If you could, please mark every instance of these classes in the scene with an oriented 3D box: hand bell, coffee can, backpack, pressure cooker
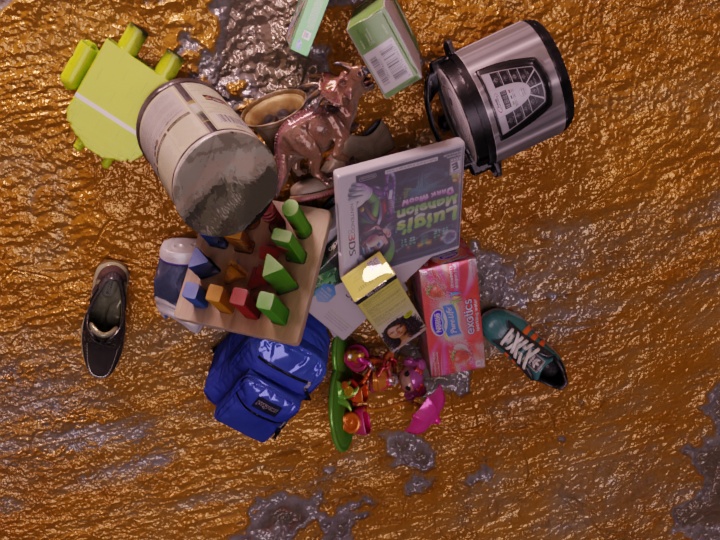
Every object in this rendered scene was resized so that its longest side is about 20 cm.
[{"bbox_3d":[-0.101,-0.161,1.175,0.102,0.105,0.203,-20,127,-1],"label":"hand bell"},{"bbox_3d":[-0.215,-0.160,1.057,0.143,0.200,0.149,-16,128,-22],"label":"coffee can"},{"bbox_3d":[-0.137,0.160,1.223,0.160,0.170,0.200,27,123,-24],"label":"backpack"},{"bbox_3d":[0.194,-0.248,1.128,0.196,0.178,0.180,-23,143,1],"label":"pressure cooker"}]

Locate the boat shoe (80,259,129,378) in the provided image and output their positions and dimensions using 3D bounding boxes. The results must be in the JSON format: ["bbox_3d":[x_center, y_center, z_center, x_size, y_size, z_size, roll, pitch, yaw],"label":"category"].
[{"bbox_3d":[-0.408,0.086,1.217,0.070,0.066,0.206,11,110,-14],"label":"boat shoe"}]

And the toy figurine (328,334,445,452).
[{"bbox_3d":[0.051,0.198,1.275,0.179,0.150,0.206,-3,89,15],"label":"toy figurine"}]

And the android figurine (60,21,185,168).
[{"bbox_3d":[-0.342,-0.245,1.109,0.180,0.041,0.202,30,102,-20],"label":"android figurine"}]

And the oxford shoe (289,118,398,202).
[{"bbox_3d":[-0.032,-0.165,1.163,0.198,0.070,0.076,-32,110,-27],"label":"oxford shoe"}]

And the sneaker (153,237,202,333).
[{"bbox_3d":[-0.230,0.031,1.223,0.195,0.081,0.150,5,117,-14],"label":"sneaker"}]

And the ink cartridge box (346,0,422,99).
[{"bbox_3d":[0.036,-0.323,1.065,0.058,0.201,0.105,-26,114,16],"label":"ink cartridge box"}]

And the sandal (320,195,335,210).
[{"bbox_3d":[-0.052,-0.053,1.233,0.074,0.048,0.204,4,124,-28],"label":"sandal"}]

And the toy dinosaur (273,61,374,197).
[{"bbox_3d":[-0.065,-0.200,1.066,0.198,0.086,0.136,-38,135,-2],"label":"toy dinosaur"}]

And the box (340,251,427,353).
[{"bbox_3d":[0.040,0.053,1.165,0.074,0.051,0.201,-34,146,1],"label":"box"}]

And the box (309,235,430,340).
[{"bbox_3d":[0.000,0.000,1.172,0.200,0.036,0.144,-44,133,5],"label":"box"}]

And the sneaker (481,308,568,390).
[{"bbox_3d":[0.294,0.139,1.348,0.198,0.080,0.072,34,103,-20],"label":"sneaker"}]

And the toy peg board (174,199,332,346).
[{"bbox_3d":[-0.162,-0.021,1.089,0.194,0.098,0.205,10,73,14],"label":"toy peg board"}]

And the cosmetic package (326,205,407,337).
[{"bbox_3d":[-0.026,-0.004,1.216,0.149,0.052,0.201,-30,133,1],"label":"cosmetic package"}]

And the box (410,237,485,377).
[{"bbox_3d":[0.143,0.062,1.285,0.100,0.095,0.205,-10,113,-4],"label":"box"}]

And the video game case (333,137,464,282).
[{"bbox_3d":[0.058,-0.084,1.103,0.195,0.023,0.185,-17,130,-18],"label":"video game case"}]

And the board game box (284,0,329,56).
[{"bbox_3d":[-0.052,-0.401,1.046,0.029,0.135,0.204,19,108,-16],"label":"board game box"}]
